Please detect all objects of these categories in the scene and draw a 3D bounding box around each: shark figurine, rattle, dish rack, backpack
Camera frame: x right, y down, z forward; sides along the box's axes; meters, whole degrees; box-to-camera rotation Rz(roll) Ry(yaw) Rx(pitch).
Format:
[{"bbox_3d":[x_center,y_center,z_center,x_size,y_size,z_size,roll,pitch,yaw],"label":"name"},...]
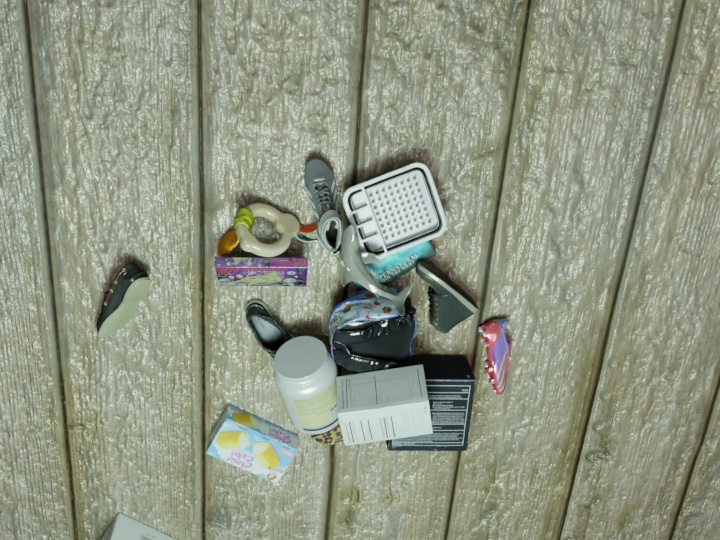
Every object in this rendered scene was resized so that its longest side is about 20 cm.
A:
[{"bbox_3d":[0.005,0.019,1.566,0.215,0.090,0.128,49,140,-6],"label":"shark figurine"},{"bbox_3d":[-0.193,-0.064,1.599,0.198,0.131,0.144,-5,137,-37],"label":"rattle"},{"bbox_3d":[0.074,-0.129,1.578,0.198,0.044,0.173,-20,107,4],"label":"dish rack"},{"bbox_3d":[0.020,0.132,1.641,0.188,0.155,0.202,-6,128,-13],"label":"backpack"}]

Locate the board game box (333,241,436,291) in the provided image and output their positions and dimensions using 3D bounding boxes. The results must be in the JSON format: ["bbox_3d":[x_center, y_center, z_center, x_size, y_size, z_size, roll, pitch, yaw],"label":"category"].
[{"bbox_3d":[0.055,-0.042,1.649,0.199,0.028,0.136,-32,113,8],"label":"board game box"}]

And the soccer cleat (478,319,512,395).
[{"bbox_3d":[0.338,0.211,1.768,0.076,0.067,0.202,-15,111,-4],"label":"soccer cleat"}]

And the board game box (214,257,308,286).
[{"bbox_3d":[-0.215,0.004,1.601,0.197,0.033,0.120,0,155,-6],"label":"board game box"}]

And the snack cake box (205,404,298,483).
[{"bbox_3d":[-0.265,0.428,1.795,0.198,0.067,0.116,27,107,-16],"label":"snack cake box"}]

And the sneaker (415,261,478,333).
[{"bbox_3d":[0.175,0.069,1.674,0.106,0.075,0.199,-44,118,14],"label":"sneaker"}]

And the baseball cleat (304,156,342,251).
[{"bbox_3d":[-0.069,-0.141,1.530,0.069,0.106,0.203,-15,98,-11],"label":"baseball cleat"}]

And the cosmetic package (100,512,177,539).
[{"bbox_3d":[-0.595,0.773,1.880,0.198,0.123,0.201,32,108,-17],"label":"cosmetic package"}]

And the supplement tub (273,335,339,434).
[{"bbox_3d":[-0.116,0.263,1.672,0.143,0.146,0.201,-13,132,0],"label":"supplement tub"}]

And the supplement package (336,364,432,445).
[{"bbox_3d":[0.052,0.296,1.610,0.197,0.114,0.110,-8,128,4],"label":"supplement package"}]

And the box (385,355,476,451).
[{"bbox_3d":[0.163,0.317,1.760,0.197,0.124,0.201,2,113,-5],"label":"box"}]

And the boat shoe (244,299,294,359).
[{"bbox_3d":[-0.200,0.160,1.688,0.074,0.066,0.201,-26,113,4],"label":"boat shoe"}]

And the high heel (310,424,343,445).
[{"bbox_3d":[-0.052,0.344,1.776,0.141,0.072,0.202,-5,122,-10],"label":"high heel"}]

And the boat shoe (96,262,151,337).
[{"bbox_3d":[-0.534,0.068,1.621,0.063,0.073,0.202,48,118,18],"label":"boat shoe"}]
